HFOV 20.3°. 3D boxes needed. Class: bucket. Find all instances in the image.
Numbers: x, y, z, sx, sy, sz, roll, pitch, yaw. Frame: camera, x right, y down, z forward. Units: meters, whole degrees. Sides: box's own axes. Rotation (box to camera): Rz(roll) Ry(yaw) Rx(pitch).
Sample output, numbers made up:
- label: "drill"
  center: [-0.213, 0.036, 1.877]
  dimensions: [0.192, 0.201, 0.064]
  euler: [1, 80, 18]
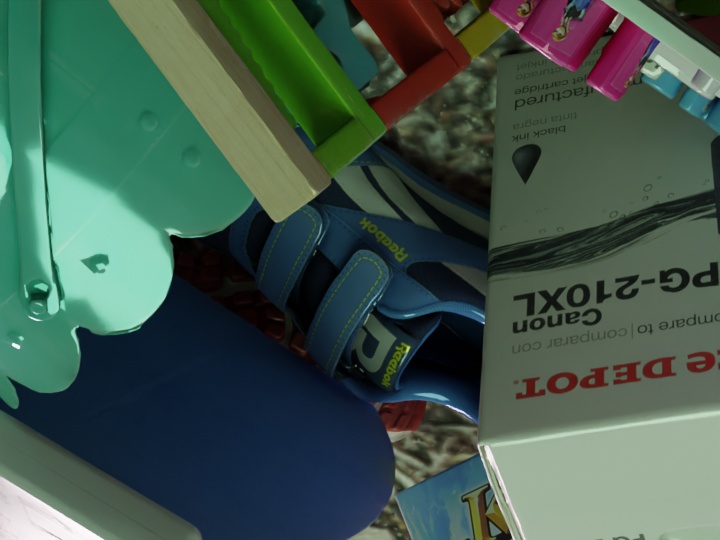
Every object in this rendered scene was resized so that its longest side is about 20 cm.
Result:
- label: "bucket"
  center: [-0.111, -0.073, 0.681]
  dimensions: [0.135, 0.208, 0.207]
  euler: [40, 128, -20]

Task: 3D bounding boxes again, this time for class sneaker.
- label: "sneaker"
  center: [0.000, 0.000, 0.813]
  dimensions: [0.199, 0.082, 0.074]
  euler: [24, 135, 2]
- label: "sneaker"
  center: [-0.067, 0.032, 0.881]
  dimensions: [0.199, 0.078, 0.082]
  euler: [17, 143, 1]

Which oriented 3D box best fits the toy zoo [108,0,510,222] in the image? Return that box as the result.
- label: "toy zoo"
  center: [-0.012, -0.112, 0.637]
  dimensions: [0.020, 0.200, 0.132]
  euler: [-33, 96, 38]

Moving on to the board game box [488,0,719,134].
- label: "board game box"
  center: [0.087, -0.064, 0.595]
  dimensions: [0.199, 0.200, 0.026]
  euler: [30, 103, -31]

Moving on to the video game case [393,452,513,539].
- label: "video game case"
  center: [0.134, 0.128, 0.764]
  dimensions: [0.199, 0.182, 0.045]
  euler: [-27, 154, 12]

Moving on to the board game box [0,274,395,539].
- label: "board game box"
  center: [-0.084, 0.058, 0.771]
  dimensions: [0.199, 0.158, 0.039]
  euler: [32, 116, 17]

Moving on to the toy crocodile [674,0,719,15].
- label: "toy crocodile"
  center: [0.058, -0.154, 0.667]
  dimensions: [0.199, 0.068, 0.062]
  euler: [25, 134, -19]

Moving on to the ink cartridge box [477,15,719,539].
- label: "ink cartridge box"
  center: [0.123, 0.003, 0.725]
  dimensions: [0.144, 0.201, 0.085]
  euler: [-10, 134, 16]

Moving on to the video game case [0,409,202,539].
- label: "video game case"
  center: [-0.128, 0.097, 0.749]
  dimensions: [0.199, 0.023, 0.183]
  euler: [27, 152, 22]
